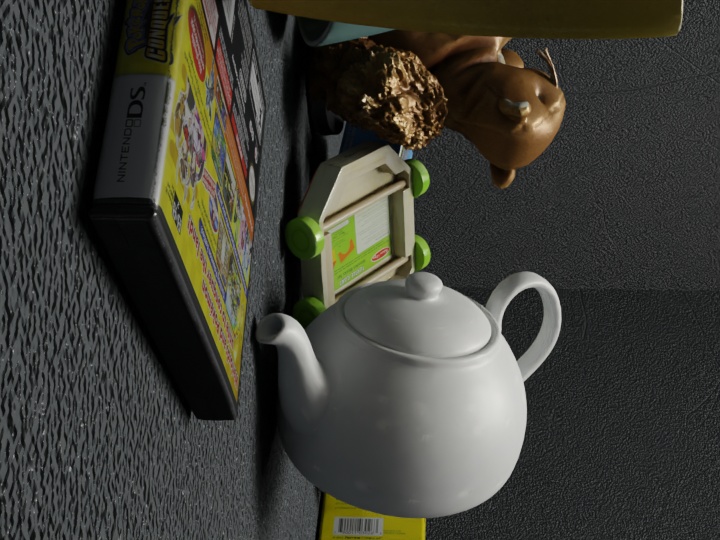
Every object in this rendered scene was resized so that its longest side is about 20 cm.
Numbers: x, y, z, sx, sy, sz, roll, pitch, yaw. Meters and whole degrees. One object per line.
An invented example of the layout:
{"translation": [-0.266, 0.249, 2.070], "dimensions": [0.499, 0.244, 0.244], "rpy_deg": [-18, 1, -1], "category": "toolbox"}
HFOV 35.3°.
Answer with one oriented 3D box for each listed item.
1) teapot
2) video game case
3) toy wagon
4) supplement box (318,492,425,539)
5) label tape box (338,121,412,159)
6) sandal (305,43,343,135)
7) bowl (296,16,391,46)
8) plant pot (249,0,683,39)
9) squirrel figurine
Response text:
{"translation": [0.039, 0.069, 0.814], "dimensions": [0.200, 0.196, 0.147], "rpy_deg": [-59, 161, -65], "category": "teapot"}
{"translation": [-0.070, -0.053, 0.497], "dimensions": [0.200, 0.025, 0.182], "rpy_deg": [85, 7, -63], "category": "video game case"}
{"translation": [0.000, 0.000, 0.931], "dimensions": [0.155, 0.039, 0.202], "rpy_deg": [-31, 127, -45], "category": "toy wagon"}
{"translation": [0.016, 0.265, 1.214], "dimensions": [0.201, 0.108, 0.110], "rpy_deg": [-85, 174, -53], "category": "supplement box"}
{"translation": [0.002, -0.067, 1.081], "dimensions": [0.200, 0.063, 0.145], "rpy_deg": [41, 63, -85], "category": "label tape box"}
{"translation": [-0.024, -0.195, 1.003], "dimensions": [0.201, 0.042, 0.077], "rpy_deg": [86, 7, -53], "category": "sandal"}
{"translation": [0.024, -0.257, 0.814], "dimensions": [0.201, 0.104, 0.203], "rpy_deg": [-176, -90, -72], "category": "bowl"}
{"translation": [0.022, -0.208, 0.505], "dimensions": [0.200, 0.175, 0.202], "rpy_deg": [-106, -173, -66], "category": "plant pot"}
{"translation": [0.063, -0.148, 0.923], "dimensions": [0.187, 0.199, 0.142], "rpy_deg": [53, -29, 24], "category": "squirrel figurine"}
